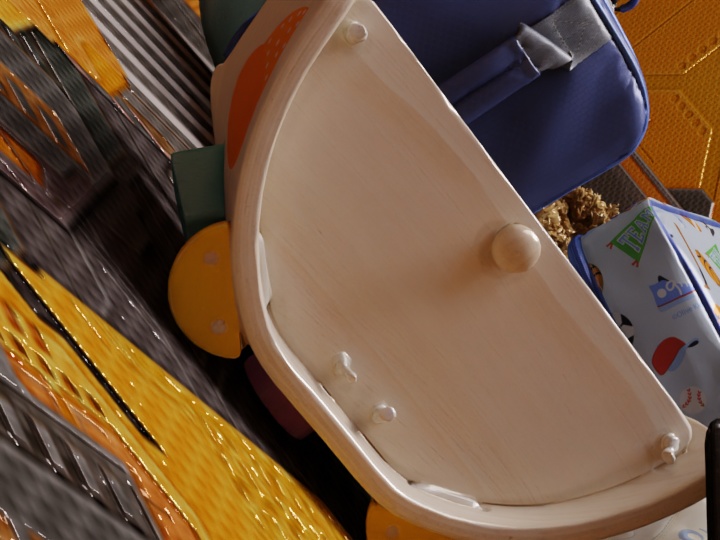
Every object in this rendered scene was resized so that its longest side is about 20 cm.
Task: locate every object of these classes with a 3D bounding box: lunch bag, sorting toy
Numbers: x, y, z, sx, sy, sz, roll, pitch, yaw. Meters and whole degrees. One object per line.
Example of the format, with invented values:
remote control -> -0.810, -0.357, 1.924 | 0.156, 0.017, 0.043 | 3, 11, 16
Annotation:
lunch bag -> 0.194, 0.035, 1.260 | 0.161, 0.075, 0.200 | 63, 18, 16
sorting toy -> 0.000, 0.000, 0.723 | 0.200, 0.107, 0.180 | 51, -2, -19
lunch bag -> 0.039, -0.084, 1.016 | 0.136, 0.199, 0.132 | 56, 7, -18

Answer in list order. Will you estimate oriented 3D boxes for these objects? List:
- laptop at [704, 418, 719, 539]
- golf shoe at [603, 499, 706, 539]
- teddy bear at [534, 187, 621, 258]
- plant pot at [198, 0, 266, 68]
laptop -> 0.183, 0.157, 0.677 | 0.200, 0.115, 0.189 | 41, 47, -63
golf shoe -> 0.125, 0.132, 0.901 | 0.078, 0.097, 0.200 | 51, 3, 11
teddy bear -> 0.101, -0.010, 1.361 | 0.067, 0.144, 0.200 | 52, 7, -34
plant pot -> 0.012, -0.127, 1.145 | 0.201, 0.200, 0.134 | 50, 14, -19
